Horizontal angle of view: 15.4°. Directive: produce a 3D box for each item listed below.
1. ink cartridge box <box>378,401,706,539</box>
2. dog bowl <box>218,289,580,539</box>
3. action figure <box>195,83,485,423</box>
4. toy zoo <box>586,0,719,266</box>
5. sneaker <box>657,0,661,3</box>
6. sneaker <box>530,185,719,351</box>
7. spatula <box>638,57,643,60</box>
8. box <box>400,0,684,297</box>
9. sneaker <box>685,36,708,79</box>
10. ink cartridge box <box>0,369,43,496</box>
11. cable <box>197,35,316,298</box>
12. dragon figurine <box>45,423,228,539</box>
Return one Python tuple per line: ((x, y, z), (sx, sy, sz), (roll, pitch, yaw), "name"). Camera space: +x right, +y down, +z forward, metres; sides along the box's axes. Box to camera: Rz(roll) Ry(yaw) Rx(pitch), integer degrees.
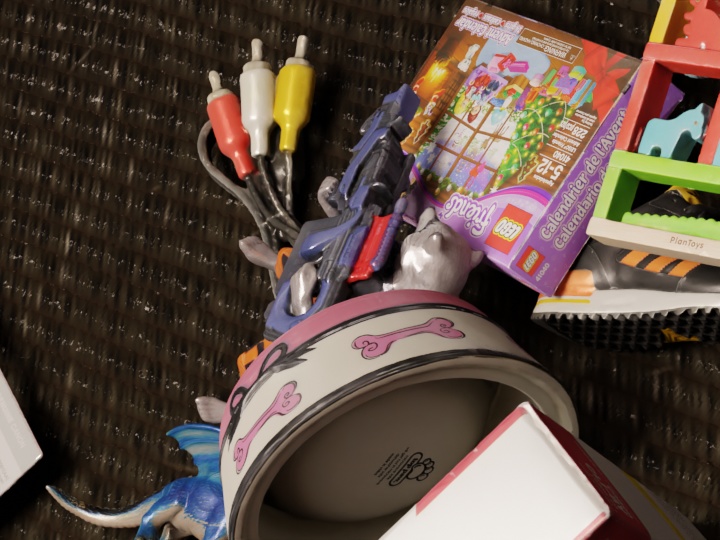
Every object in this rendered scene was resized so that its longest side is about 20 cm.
((0.097, 0.170, 1.334), (0.145, 0.200, 0.083), (-45, 53, 8), "ink cartridge box")
((0.013, 0.093, 1.431), (0.200, 0.200, 0.074), (-40, 48, 12), "dog bowl")
((0.000, 0.000, 1.519), (0.193, 0.105, 0.200), (-17, 38, 50), "action figure")
((0.201, -0.100, 1.362), (0.131, 0.020, 0.200), (11, 80, 42), "toy zoo")
((0.183, -0.177, 1.532), (0.200, 0.077, 0.082), (0, 74, 36), "sneaker")
((0.185, -0.008, 1.445), (0.200, 0.070, 0.090), (-2, 69, 37), "sneaker")
((0.248, -0.128, 1.483), (0.200, 0.056, 0.021), (-1, 92, 27), "spatula")
((0.085, -0.075, 1.533), (0.137, 0.039, 0.200), (-57, 31, -2), "box")
((0.180, -0.198, 1.461), (0.086, 0.078, 0.200), (-26, 63, 29), "sneaker")
((-0.289, 0.115, 1.736), (0.174, 0.044, 0.200), (-41, 50, 10), "ink cartridge box")
((-0.061, -0.047, 1.651), (0.097, 0.050, 0.200), (-21, 57, 24), "cable")
((-0.086, 0.128, 1.576), (0.200, 0.059, 0.100), (12, 75, 38), "dragon figurine")
